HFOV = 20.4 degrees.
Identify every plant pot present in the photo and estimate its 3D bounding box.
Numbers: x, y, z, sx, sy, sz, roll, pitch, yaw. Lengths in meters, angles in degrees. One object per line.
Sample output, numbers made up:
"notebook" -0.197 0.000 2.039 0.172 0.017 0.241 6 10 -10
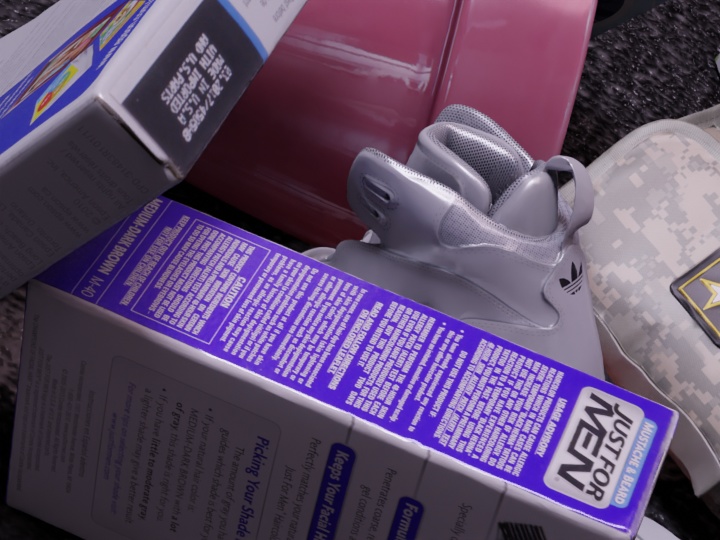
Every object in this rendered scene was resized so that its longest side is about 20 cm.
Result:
"plant pot" -0.007 -0.094 0.832 0.178 0.201 0.201 15 36 -4

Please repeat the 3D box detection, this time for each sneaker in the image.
"sneaker" 0.000 0.000 0.709 0.199 0.116 0.075 11 23 31

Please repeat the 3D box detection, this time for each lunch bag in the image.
"lunch bag" 0.174 0.015 0.914 0.164 0.118 0.199 50 39 14

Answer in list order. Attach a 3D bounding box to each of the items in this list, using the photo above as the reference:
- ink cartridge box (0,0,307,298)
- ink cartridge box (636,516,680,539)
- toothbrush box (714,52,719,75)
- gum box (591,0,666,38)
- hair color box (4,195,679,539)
"ink cartridge box" -0.101 -0.052 0.671 0.047 0.199 0.198 47 38 -17
"ink cartridge box" 0.058 0.100 0.765 0.161 0.050 0.201 8 46 -37
"toothbrush box" 0.327 -0.078 1.196 0.199 0.086 0.146 23 36 -23
"gum box" 0.063 -0.165 0.967 0.169 0.200 0.045 17 70 -26
"hair color box" -0.011 0.061 0.644 0.199 0.110 0.065 24 43 9
